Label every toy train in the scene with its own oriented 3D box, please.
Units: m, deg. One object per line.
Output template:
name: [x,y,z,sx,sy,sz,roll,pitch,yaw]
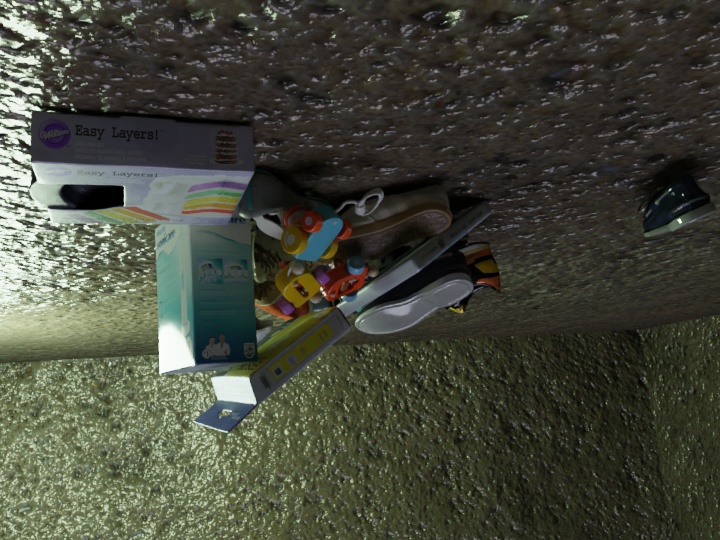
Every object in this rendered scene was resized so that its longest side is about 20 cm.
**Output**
toy train: [-0.041,-0.025,0.795,0.149,0.056,0.201,-27,150,-26]

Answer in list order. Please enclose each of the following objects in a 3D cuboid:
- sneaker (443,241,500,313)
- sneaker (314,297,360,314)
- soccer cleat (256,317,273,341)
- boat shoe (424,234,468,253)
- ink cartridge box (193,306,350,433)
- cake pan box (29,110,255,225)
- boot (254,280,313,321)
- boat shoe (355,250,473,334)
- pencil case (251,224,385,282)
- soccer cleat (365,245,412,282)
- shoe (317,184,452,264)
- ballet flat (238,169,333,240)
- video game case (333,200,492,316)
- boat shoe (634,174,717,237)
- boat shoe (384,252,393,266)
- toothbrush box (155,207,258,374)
sneaker: [0.122,0.032,1.039,0.199,0.091,0.070,-27,166,23]
sneaker: [-0.014,0.061,1.343,0.197,0.085,0.121,-11,-169,-5]
soccer cleat: [-0.229,0.045,1.145,0.086,0.201,0.070,-33,-158,17]
boat shoe: [0.135,-0.021,1.121,0.074,0.063,0.200,-2,166,-9]
ink cartridge box: [-0.131,0.128,0.892,0.199,0.047,0.197,-35,-172,-26]
cake pan box: [-0.215,-0.092,0.661,0.197,0.053,0.184,0,166,-21]
boot: [-0.152,0.034,1.074,0.107,0.076,0.199,38,170,-37]
boat shoe: [0.075,0.034,0.996,0.199,0.061,0.074,-30,136,31]
pencil case: [-0.054,-0.035,0.942,0.197,0.090,0.078,-7,141,9]
soccer cleat: [0.000,0.000,1.124,0.198,0.082,0.067,-11,168,28]
shoe: [0.022,-0.057,0.855,0.198,0.054,0.070,-17,146,21]
ballet flat: [-0.087,-0.064,0.811,0.067,0.065,0.200,-11,167,21]
video game case: [0.069,-0.013,0.934,0.182,0.024,0.200,-36,-179,-40]
boat shoe: [0.411,-0.084,0.896,0.074,0.063,0.200,-24,173,14]
boat shoe: [-0.034,-0.021,1.043,0.073,0.069,0.198,9,157,-41]
toothbrush box: [-0.203,0.026,0.870,0.084,0.203,0.146,0,168,-33]
